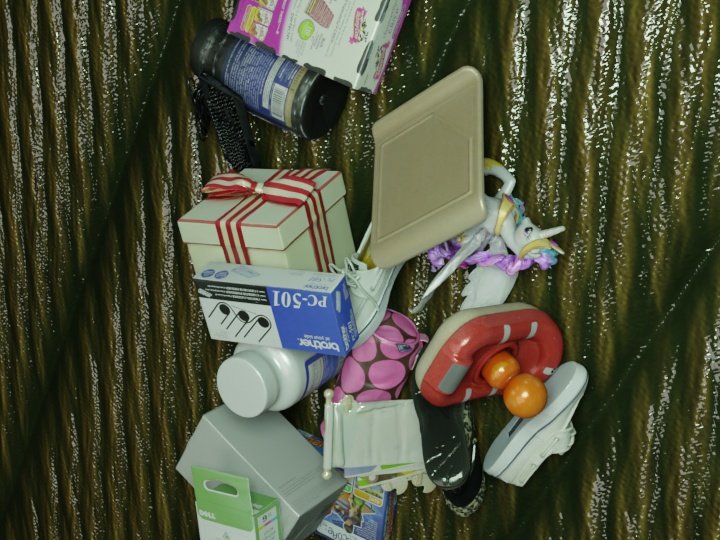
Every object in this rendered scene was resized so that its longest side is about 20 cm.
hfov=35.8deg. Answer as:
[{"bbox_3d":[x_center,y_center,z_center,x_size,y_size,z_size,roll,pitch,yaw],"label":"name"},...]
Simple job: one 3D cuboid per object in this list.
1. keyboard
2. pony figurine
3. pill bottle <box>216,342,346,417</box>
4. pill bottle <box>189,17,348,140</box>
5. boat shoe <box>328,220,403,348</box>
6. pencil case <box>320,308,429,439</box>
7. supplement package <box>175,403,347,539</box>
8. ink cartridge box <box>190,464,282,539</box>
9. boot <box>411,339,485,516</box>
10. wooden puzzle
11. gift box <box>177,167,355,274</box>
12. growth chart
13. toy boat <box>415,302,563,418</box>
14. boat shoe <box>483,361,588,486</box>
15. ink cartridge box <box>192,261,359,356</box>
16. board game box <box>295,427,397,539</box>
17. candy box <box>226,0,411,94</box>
[{"bbox_3d":[-0.188,-0.187,1.496,0.104,0.040,0.200,36,159,21],"label":"keyboard"},{"bbox_3d":[0.135,-0.038,1.342,0.193,0.166,0.201,-49,59,22],"label":"pony figurine"},{"bbox_3d":[-0.102,0.121,1.498,0.111,0.200,0.113,12,113,30],"label":"pill bottle"},{"bbox_3d":[-0.122,-0.257,1.457,0.199,0.112,0.113,28,118,24],"label":"pill bottle"},{"bbox_3d":[0.003,0.001,1.422,0.074,0.086,0.203,36,100,45],"label":"boat shoe"},{"bbox_3d":[0.017,0.153,1.507,0.093,0.091,0.201,14,121,-16],"label":"pencil case"},{"bbox_3d":[-0.142,0.290,1.584,0.200,0.119,0.122,43,125,17],"label":"supplement package"},{"bbox_3d":[-0.162,0.351,1.503,0.103,0.059,0.202,6,110,34],"label":"ink cartridge box"},{"bbox_3d":[0.117,0.205,1.439,0.073,0.154,0.205,-8,58,11],"label":"boot"},{"bbox_3d":[0.082,-0.119,1.325,0.184,0.037,0.202,-27,55,43],"label":"wooden puzzle"},{"bbox_3d":[-0.116,-0.045,1.477,0.183,0.200,0.188,2,121,26],"label":"gift box"},{"bbox_3d":[0.040,0.228,1.475,0.018,0.198,0.146,-136,51,-68],"label":"growth chart"},{"bbox_3d":[0.171,0.120,1.315,0.131,0.199,0.131,49,126,31],"label":"toy boat"},{"bbox_3d":[0.234,0.198,1.392,0.069,0.071,0.201,29,118,-8],"label":"boat shoe"},{"bbox_3d":[-0.104,0.046,1.371,0.198,0.044,0.095,5,124,28],"label":"ink cartridge box"},{"bbox_3d":[-0.041,0.324,1.621,0.199,0.034,0.137,20,114,28],"label":"board game box"},{"bbox_3d":[-0.049,-0.312,1.338,0.199,0.061,0.137,28,104,25],"label":"candy box"}]
